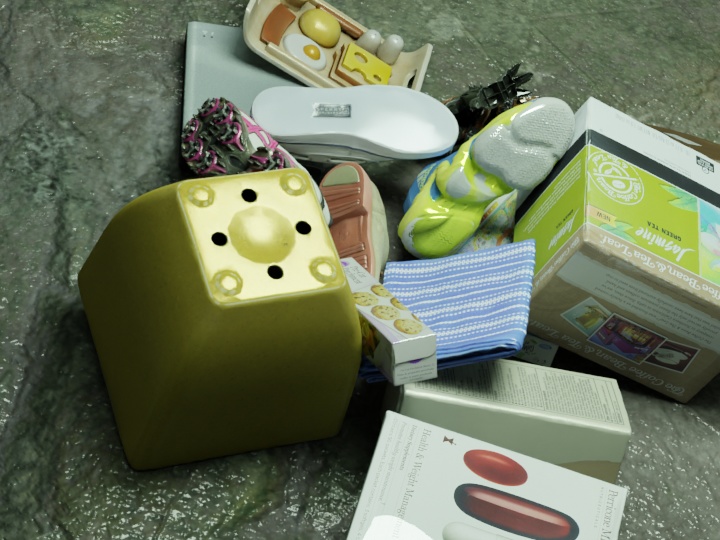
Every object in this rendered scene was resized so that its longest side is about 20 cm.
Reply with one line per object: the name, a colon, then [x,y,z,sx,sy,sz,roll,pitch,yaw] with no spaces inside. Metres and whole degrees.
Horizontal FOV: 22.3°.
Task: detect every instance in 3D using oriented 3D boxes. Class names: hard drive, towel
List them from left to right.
hard drive: [-0.110,-0.167,1.834,0.139,0.033,0.201,7,45,-10]
towel: [0.077,0.029,1.580,0.144,0.024,0.200,-11,25,14]

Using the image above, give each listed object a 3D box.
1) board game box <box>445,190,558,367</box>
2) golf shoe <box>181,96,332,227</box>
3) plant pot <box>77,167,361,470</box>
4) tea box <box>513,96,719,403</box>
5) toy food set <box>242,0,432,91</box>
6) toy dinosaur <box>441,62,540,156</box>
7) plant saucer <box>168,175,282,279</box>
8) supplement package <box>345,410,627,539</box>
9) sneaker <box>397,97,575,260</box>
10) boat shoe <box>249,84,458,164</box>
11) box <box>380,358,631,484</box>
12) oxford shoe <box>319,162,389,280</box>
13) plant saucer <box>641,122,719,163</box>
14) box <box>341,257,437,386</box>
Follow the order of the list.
board game box: [0.138,-0.007,1.749,0.134,0.034,0.201,19,44,2]
golf shoe: [-0.099,-0.091,1.693,0.092,0.073,0.200,36,7,-43]
plant pot: [-0.104,0.022,1.502,0.193,0.200,0.196,-8,63,-23]
tea box: [0.256,-0.018,1.690,0.199,0.134,0.198,24,45,-17]
toy food set: [-0.021,-0.245,1.880,0.199,0.060,0.144,31,37,-11]
toy dinosaur: [0.115,-0.140,1.834,0.200,0.135,0.103,-38,109,-25]
plant saucer: [-0.119,-0.027,1.690,0.199,0.037,0.201,9,44,-9]
supplement package: [0.079,0.247,1.398,0.199,0.148,0.192,17,44,2]
sneaker: [0.108,-0.101,1.710,0.076,0.200,0.105,47,9,-24]
boat shoe: [-0.007,-0.137,1.755,0.199,0.065,0.074,9,67,-1]
box: [0.121,0.129,1.562,0.199,0.078,0.095,11,26,-5]
oxford shoe: [0.000,0.000,1.677,0.070,0.074,0.201,-12,57,30]
plant saucer: [0.310,-0.120,1.850,0.199,0.030,0.200,13,13,-3]
box: [0.009,0.040,1.520,0.041,0.039,0.200,-9,21,-17]
